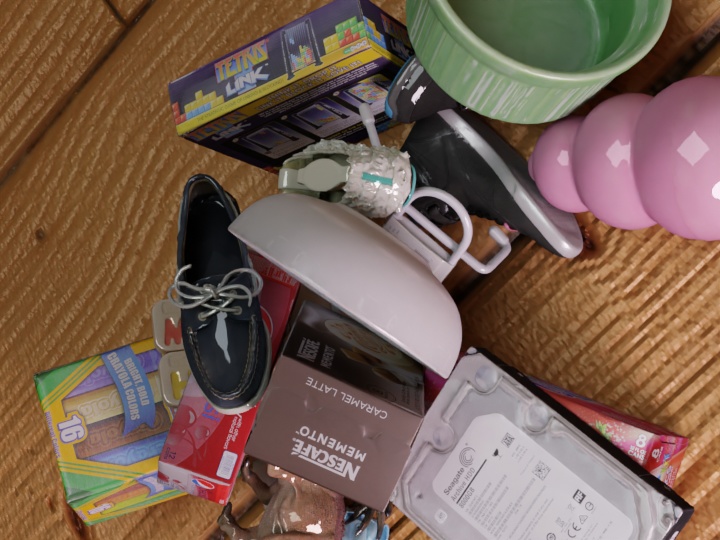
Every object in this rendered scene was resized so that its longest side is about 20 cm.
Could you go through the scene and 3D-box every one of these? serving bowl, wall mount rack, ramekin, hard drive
[{"bbox_3d":[0.000,0.000,0.937,0.200,0.200,0.066,34,87,30],"label":"serving bowl"},{"bbox_3d":[0.025,-0.032,1.043,0.174,0.075,0.200,42,136,4],"label":"wall mount rack"},{"bbox_3d":[0.130,-0.213,0.967,0.199,0.098,0.201,5,68,-12],"label":"ramekin"},{"bbox_3d":[0.123,0.167,0.910,0.200,0.038,0.140,39,103,30],"label":"hard drive"}]

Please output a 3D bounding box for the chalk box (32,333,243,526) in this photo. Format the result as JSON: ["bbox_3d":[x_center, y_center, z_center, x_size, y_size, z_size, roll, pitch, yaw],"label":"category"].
[{"bbox_3d":[-0.175,0.136,1.128,0.199,0.125,0.124,-17,69,-8],"label":"chalk box"}]

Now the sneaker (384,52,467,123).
[{"bbox_3d":[0.114,-0.169,1.033,0.200,0.073,0.082,-29,75,-11],"label":"sneaker"}]

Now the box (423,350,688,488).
[{"bbox_3d":[0.141,0.140,0.980,0.199,0.095,0.100,21,92,31],"label":"box"}]

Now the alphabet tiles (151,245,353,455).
[{"bbox_3d":[-0.081,0.063,1.096,0.199,0.015,0.196,-6,68,-13],"label":"alphabet tiles"}]

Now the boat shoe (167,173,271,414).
[{"bbox_3d":[-0.113,0.015,0.990,0.075,0.062,0.201,-8,61,3],"label":"boat shoe"}]

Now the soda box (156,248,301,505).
[{"bbox_3d":[-0.107,0.087,1.033,0.063,0.070,0.201,19,64,-1],"label":"soda box"}]

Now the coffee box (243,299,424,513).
[{"bbox_3d":[-0.015,0.097,0.961,0.114,0.200,0.080,23,100,-1],"label":"coffee box"}]

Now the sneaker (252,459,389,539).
[{"bbox_3d":[-0.018,0.230,1.080,0.082,0.074,0.200,-35,67,0],"label":"sneaker"}]

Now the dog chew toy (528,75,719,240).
[{"bbox_3d":[0.223,-0.085,0.968,0.199,0.124,0.125,0,81,38],"label":"dog chew toy"}]

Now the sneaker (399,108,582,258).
[{"bbox_3d":[0.101,-0.056,1.063,0.200,0.071,0.099,49,113,28],"label":"sneaker"}]

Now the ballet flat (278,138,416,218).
[{"bbox_3d":[-0.029,-0.076,1.009,0.200,0.072,0.072,0,79,61],"label":"ballet flat"}]

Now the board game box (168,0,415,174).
[{"bbox_3d":[-0.042,-0.159,1.104,0.199,0.165,0.057,-21,71,25],"label":"board game box"}]

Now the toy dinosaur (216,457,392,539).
[{"bbox_3d":[-0.040,0.206,1.014,0.135,0.086,0.201,26,79,-8],"label":"toy dinosaur"}]
